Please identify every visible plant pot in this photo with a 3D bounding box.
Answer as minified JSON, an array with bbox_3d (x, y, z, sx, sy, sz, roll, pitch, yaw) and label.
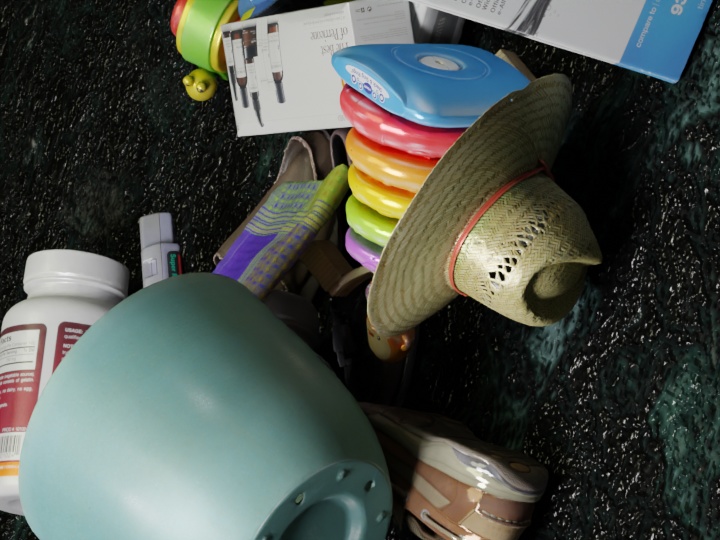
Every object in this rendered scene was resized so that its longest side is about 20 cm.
[{"bbox_3d":[-0.078,0.127,1.525,0.161,0.200,0.202,35,110,36],"label":"plant pot"}]

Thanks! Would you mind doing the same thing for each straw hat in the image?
[{"bbox_3d":[0.094,-0.013,1.489,0.085,0.201,0.202,36,115,18],"label":"straw hat"}]

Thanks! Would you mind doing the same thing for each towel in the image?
[{"bbox_3d":[-0.085,0.011,1.664,0.200,0.023,0.144,-50,11,-10],"label":"towel"}]

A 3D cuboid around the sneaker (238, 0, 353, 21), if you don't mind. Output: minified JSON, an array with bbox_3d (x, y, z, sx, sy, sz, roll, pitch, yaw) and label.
[{"bbox_3d":[-0.029,-0.220,1.852,0.200,0.066,0.079,-13,63,59],"label":"sneaker"}]

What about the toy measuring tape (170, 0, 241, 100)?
[{"bbox_3d":[-0.099,-0.224,1.969,0.074,0.073,0.201,45,119,58],"label":"toy measuring tape"}]

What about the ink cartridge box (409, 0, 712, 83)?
[{"bbox_3d":[0.089,-0.193,1.480,0.084,0.199,0.145,-67,30,17],"label":"ink cartridge box"}]

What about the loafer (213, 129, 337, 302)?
[{"bbox_3d":[-0.064,-0.007,1.812,0.073,0.071,0.202,30,104,61],"label":"loafer"}]

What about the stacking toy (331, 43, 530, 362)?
[{"bbox_3d":[0.030,-0.035,1.572,0.116,0.109,0.201,38,124,47],"label":"stacking toy"}]

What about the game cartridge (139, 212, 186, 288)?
[{"bbox_3d":[-0.135,0.072,1.880,0.130,0.038,0.201,90,174,-56],"label":"game cartridge"}]

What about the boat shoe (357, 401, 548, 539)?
[{"bbox_3d":[0.040,0.128,1.562,0.200,0.075,0.072,23,100,63],"label":"boat shoe"}]

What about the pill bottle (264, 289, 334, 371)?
[{"bbox_3d":[-0.068,0.120,1.718,0.112,0.112,0.201,-38,46,49],"label":"pill bottle"}]

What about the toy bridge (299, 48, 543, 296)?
[{"bbox_3d":[0.049,-0.052,1.625,0.200,0.027,0.067,-45,70,19],"label":"toy bridge"}]

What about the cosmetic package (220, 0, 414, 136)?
[{"bbox_3d":[-0.029,-0.136,1.721,0.200,0.050,0.083,0,103,63],"label":"cosmetic package"}]

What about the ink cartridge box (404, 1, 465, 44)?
[{"bbox_3d":[0.009,-0.257,1.669,0.201,0.047,0.161,55,153,24],"label":"ink cartridge box"}]

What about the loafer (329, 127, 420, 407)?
[{"bbox_3d":[0.000,0.000,1.700,0.072,0.063,0.202,-24,57,55],"label":"loafer"}]

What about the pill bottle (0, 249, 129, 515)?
[{"bbox_3d":[-0.236,0.092,2.038,0.113,0.112,0.202,-21,59,57],"label":"pill bottle"}]
